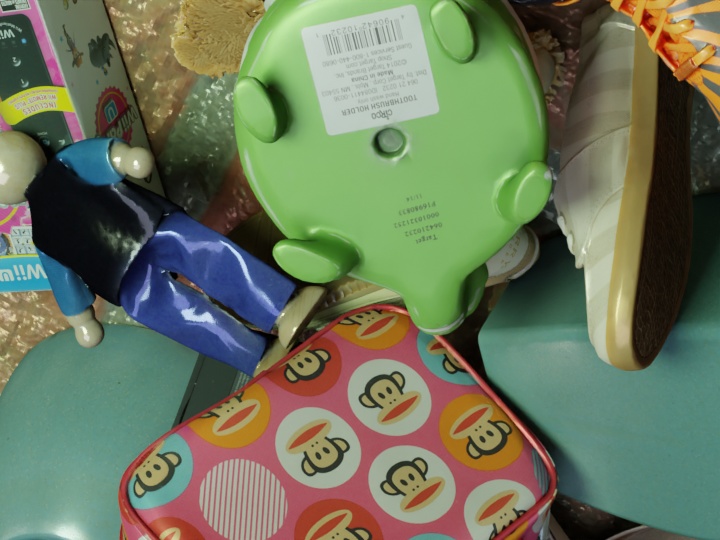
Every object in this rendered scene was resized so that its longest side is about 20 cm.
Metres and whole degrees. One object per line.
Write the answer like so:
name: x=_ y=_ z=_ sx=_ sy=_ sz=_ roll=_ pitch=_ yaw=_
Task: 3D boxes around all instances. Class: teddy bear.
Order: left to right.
teddy bear: x=0.006 y=-0.114 z=0.886 sx=0.199 sy=0.067 sz=0.145 roll=10 pitch=135 yaw=5

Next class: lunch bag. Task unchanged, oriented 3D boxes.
lunch bag: x=-0.002 y=0.126 z=0.855 sx=0.176 sy=0.200 sz=0.082 roll=45 pitch=150 yaw=24

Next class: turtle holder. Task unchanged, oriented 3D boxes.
turtle holder: x=0.027 y=-0.065 z=0.788 sx=0.141 sy=0.132 sz=0.185 roll=-39 pitch=111 yaw=20

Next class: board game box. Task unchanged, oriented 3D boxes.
board game box: x=-0.205 y=-0.087 z=0.970 sx=0.147 sy=0.064 sz=0.201 roll=-3 pitch=122 yaw=22

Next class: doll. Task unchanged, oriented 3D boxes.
doll: x=-0.121 y=-0.008 z=0.913 sx=0.199 sy=0.048 sz=0.137 roll=33 pitch=129 yaw=5

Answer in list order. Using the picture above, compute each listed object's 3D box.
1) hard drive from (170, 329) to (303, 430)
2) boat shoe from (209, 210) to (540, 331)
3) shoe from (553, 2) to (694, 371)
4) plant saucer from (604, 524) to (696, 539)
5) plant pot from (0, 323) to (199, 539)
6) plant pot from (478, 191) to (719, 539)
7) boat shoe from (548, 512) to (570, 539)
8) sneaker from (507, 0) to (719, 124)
hard drive: x=-0.005 y=0.111 z=0.939 sx=0.199 sy=0.140 sz=0.033 roll=15 pitch=142 yaw=4
boat shoe: x=0.001 y=-0.003 z=0.945 sx=0.200 sy=0.074 sz=0.063 roll=-16 pitch=151 yaw=36
shoe: x=0.123 y=-0.045 z=0.814 sx=0.053 sy=0.201 sz=0.070 roll=-5 pitch=151 yaw=28
plant saucer: x=0.217 y=0.219 z=1.046 sx=0.199 sy=0.032 sz=0.201 roll=10 pitch=124 yaw=14
plant pot: x=-0.158 y=0.153 z=1.069 sx=0.199 sy=0.135 sz=0.201 roll=9 pitch=125 yaw=14
plant pot: x=0.173 y=0.048 z=0.885 sx=0.199 sy=0.141 sz=0.142 roll=0 pitch=122 yaw=29
boat shoe: x=0.055 y=0.144 z=0.996 sx=0.075 sy=0.093 sz=0.200 roll=-36 pitch=94 yaw=38
sneaker: x=0.124 y=-0.117 z=0.764 sx=0.201 sy=0.112 sz=0.078 roll=66 pitch=161 yaw=10
